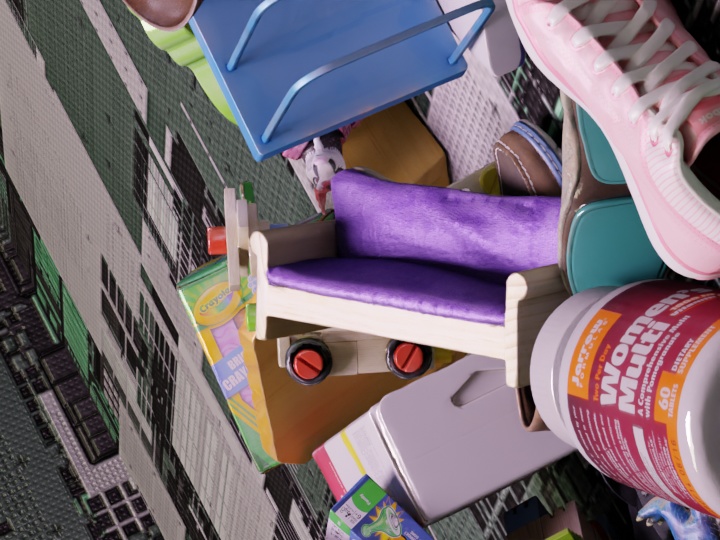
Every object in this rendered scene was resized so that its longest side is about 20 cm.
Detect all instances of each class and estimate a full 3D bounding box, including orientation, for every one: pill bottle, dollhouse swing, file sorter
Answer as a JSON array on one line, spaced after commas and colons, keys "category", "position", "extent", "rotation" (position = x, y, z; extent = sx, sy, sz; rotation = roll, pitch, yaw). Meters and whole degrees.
[{"category": "pill bottle", "position": [0.166, 0.062, 1.367], "extent": [0.200, 0.109, 0.110], "rotation": [14, 127, 68]}, {"category": "dollhouse swing", "position": [-0.031, -0.003, 1.851], "extent": [0.182, 0.175, 0.201], "rotation": [53, 162, 39]}, {"category": "file sorter", "position": [-0.030, -0.192, 1.523], "extent": [0.201, 0.138, 0.123], "rotation": [64, 161, 9]}]

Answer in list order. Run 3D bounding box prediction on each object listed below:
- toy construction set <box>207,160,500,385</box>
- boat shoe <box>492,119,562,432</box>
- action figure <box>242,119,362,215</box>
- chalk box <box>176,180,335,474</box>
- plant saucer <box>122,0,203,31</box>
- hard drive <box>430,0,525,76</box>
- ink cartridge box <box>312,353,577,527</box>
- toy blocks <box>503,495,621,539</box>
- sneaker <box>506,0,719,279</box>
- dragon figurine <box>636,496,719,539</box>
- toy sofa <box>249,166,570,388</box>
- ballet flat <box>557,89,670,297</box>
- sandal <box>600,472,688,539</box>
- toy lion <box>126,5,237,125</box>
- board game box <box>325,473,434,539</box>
[{"category": "toy construction set", "position": [0.000, 0.000, 1.676], "extent": [0.092, 0.199, 0.132], "rotation": [-32, -60, -78]}, {"category": "boat shoe", "position": [0.104, 0.011, 1.594], "extent": [0.072, 0.072, 0.201], "rotation": [39, 149, 61]}, {"category": "action figure", "position": [-0.048, -0.133, 1.751], "extent": [0.149, 0.133, 0.201], "rotation": [-5, 96, 64]}, {"category": "chalk box", "position": [-0.058, 0.031, 2.039], "extent": [0.124, 0.123, 0.201], "rotation": [-44, -70, -83]}, {"category": "plant saucer", "position": [-0.123, -0.230, 1.481], "extent": [0.200, 0.032, 0.201], "rotation": [51, 154, 37]}, {"category": "hard drive", "position": [0.032, -0.217, 1.582], "extent": [0.200, 0.025, 0.132], "rotation": [51, 159, 46]}, {"category": "ink cartridge box", "position": [0.064, 0.108, 1.747], "extent": [0.084, 0.145, 0.200], "rotation": [63, 166, 5]}, {"category": "toy blocks", "position": [0.151, 0.214, 1.723], "extent": [0.200, 0.100, 0.137], "rotation": [56, -168, -24]}, {"category": "sneaker", "position": [0.143, -0.093, 1.293], "extent": [0.201, 0.075, 0.105], "rotation": [61, 166, 1]}, {"category": "dragon figurine", "position": [0.205, 0.160, 1.506], "extent": [0.099, 0.059, 0.201], "rotation": [45, 155, 54]}, {"category": "toy sofa", "position": [0.036, 0.000, 1.544], "extent": [0.199, 0.083, 0.098], "rotation": [10, 104, 38]}, {"category": "ballet flat", "position": [0.136, -0.059, 1.431], "extent": [0.201, 0.067, 0.063], "rotation": [87, -178, -47]}, {"category": "sandal", "position": [0.170, 0.130, 1.609], "extent": [0.076, 0.043, 0.201], "rotation": [47, 157, 51]}, {"category": "toy lion", "position": [-0.103, -0.187, 1.830], "extent": [0.201, 0.068, 0.192], "rotation": [67, -156, -6]}, {"category": "board game box", "position": [0.035, 0.207, 1.712], "extent": [0.135, 0.034, 0.200], "rotation": [43, 165, 11]}]
